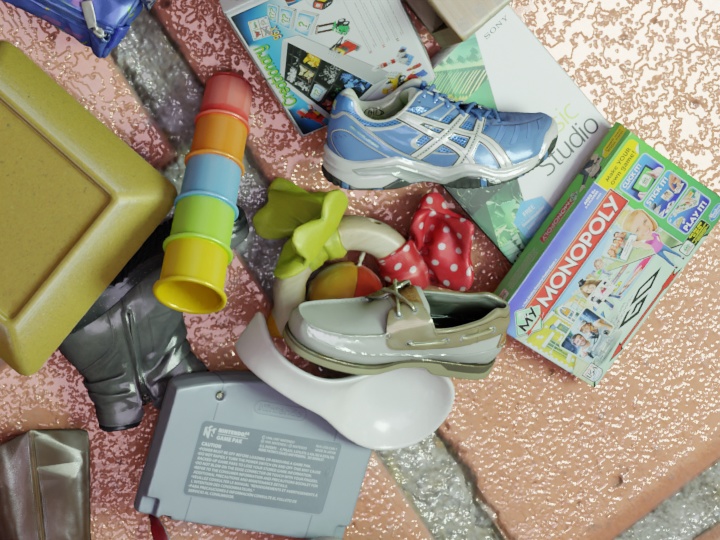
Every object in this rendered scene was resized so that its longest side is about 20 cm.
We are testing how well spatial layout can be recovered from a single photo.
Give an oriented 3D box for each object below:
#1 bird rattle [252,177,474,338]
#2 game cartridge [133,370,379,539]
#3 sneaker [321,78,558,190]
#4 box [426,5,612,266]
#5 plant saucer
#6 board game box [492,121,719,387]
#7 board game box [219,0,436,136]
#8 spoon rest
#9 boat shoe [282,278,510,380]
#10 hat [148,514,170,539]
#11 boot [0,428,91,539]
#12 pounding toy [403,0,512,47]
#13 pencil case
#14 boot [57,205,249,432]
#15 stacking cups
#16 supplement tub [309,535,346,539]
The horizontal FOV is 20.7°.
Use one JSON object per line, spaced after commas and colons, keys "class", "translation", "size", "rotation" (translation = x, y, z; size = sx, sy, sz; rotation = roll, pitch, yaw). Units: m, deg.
{"class": "bird rattle", "translation": [0.000, 0.000, 1.673], "size": [0.198, 0.113, 0.164], "rotation": [12, 111, -26]}
{"class": "game cartridge", "translation": [-0.086, 0.155, 1.680], "size": [0.198, 0.040, 0.135], "rotation": [13, 103, -28]}
{"class": "sneaker", "translation": [0.067, -0.113, 1.611], "size": [0.198, 0.076, 0.078], "rotation": [-6, 116, -10]}
{"class": "box", "translation": [0.130, -0.111, 1.684], "size": [0.144, 0.036, 0.200], "rotation": [-43, 105, 1]}
{"class": "plant saucer", "translation": [-0.283, -0.051, 1.584], "size": [0.200, 0.048, 0.200], "rotation": [40, 93, 4]}
{"class": "board game box", "translation": [0.211, -0.011, 1.699], "size": [0.134, 0.029, 0.201], "rotation": [30, 100, -33]}
{"class": "board game box", "translation": [-0.024, -0.188, 1.562], "size": [0.125, 0.200, 0.035], "rotation": [-22, 61, 6]}
{"class": "spoon rest", "translation": [-0.009, 0.098, 1.643], "size": [0.199, 0.061, 0.100], "rotation": [22, 120, -27]}
{"class": "boat shoe", "translation": [0.032, 0.041, 1.612], "size": [0.198, 0.075, 0.069], "rotation": [4, 127, -31]}
{"class": "hat", "translation": [-0.097, 0.339, 1.703], "size": [0.200, 0.165, 0.177], "rotation": [37, 68, -44]}
{"class": "boot", "translation": [-0.308, 0.233, 1.662], "size": [0.185, 0.064, 0.202], "rotation": [-12, 108, -21]}
{"class": "pounding toy", "translation": [0.065, -0.300, 1.547], "size": [0.142, 0.184, 0.200], "rotation": [-40, 96, 0]}
{"class": "pencil case", "translation": [-0.262, -0.241, 1.559], "size": [0.199, 0.087, 0.078], "rotation": [29, 118, -14]}
{"class": "boot", "translation": [-0.159, 0.039, 1.657], "size": [0.199, 0.070, 0.132], "rotation": [-29, 112, 4]}
{"class": "stacking cups", "translation": [-0.125, -0.068, 1.587], "size": [0.060, 0.061, 0.202], "rotation": [12, 63, -13]}
{"class": "supplement tub", "translation": [0.036, 0.319, 1.698], "size": [0.198, 0.145, 0.147], "rotation": [16, 99, -18]}
